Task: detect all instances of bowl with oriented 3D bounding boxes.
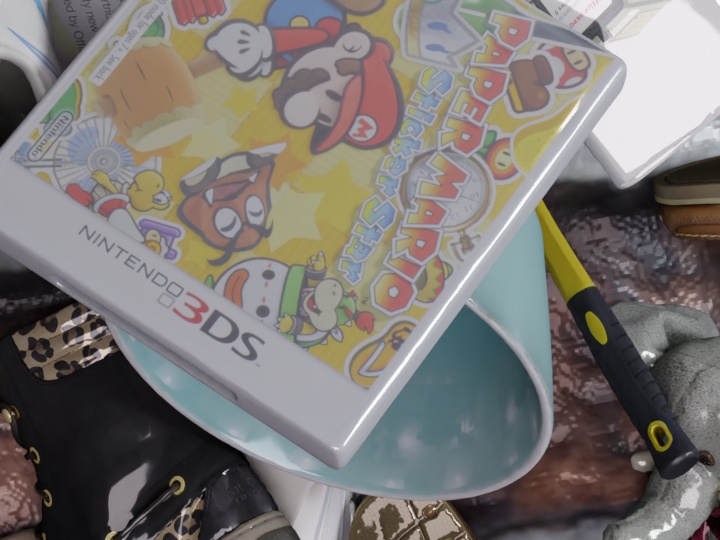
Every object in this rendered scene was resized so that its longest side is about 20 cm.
[{"bbox_3d":[0.000,0.000,1.145,0.199,0.105,0.201,16,146,11],"label":"bowl"}]

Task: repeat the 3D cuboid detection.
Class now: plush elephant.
[{"bbox_3d":[0.170,0.096,1.206,0.155,0.164,0.201,32,84,-39],"label":"plush elephant"}]

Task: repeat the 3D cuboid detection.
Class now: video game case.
[{"bbox_3d":[-0.025,-0.050,1.038,0.181,0.023,0.200,32,69,14],"label":"video game case"}]

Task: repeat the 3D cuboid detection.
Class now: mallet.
[{"bbox_3d":[0.102,0.000,1.186,0.066,0.041,0.200,-42,59,10],"label":"mallet"}]

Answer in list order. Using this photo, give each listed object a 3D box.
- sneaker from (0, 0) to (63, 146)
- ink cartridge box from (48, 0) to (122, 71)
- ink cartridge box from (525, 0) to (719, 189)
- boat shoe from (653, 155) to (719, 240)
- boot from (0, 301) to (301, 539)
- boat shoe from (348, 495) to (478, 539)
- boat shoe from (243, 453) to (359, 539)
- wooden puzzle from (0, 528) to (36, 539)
[{"bbox_3d":[-0.136,-0.044,1.107,0.074,0.087,0.201,-21,134,8],"label":"sneaker"},{"bbox_3d":[-0.127,-0.126,1.181,0.198,0.088,0.146,-14,108,6],"label":"ink cartridge box"},{"bbox_3d":[0.076,-0.149,1.141,0.084,0.146,0.200,-37,104,8],"label":"ink cartridge box"},{"bbox_3d":[0.233,-0.020,1.218,0.198,0.072,0.069,-3,106,2],"label":"boat shoe"},{"bbox_3d":[-0.139,0.107,1.243,0.199,0.073,0.151,-29,80,22],"label":"boot"},{"bbox_3d":[0.047,0.182,1.285,0.072,0.068,0.201,-20,109,12],"label":"boat shoe"},{"bbox_3d":[-0.030,0.121,1.267,0.072,0.068,0.202,6,101,34],"label":"boat shoe"},{"bbox_3d":[-0.214,0.239,1.321,0.199,0.037,0.186,-19,106,6],"label":"wooden puzzle"}]
